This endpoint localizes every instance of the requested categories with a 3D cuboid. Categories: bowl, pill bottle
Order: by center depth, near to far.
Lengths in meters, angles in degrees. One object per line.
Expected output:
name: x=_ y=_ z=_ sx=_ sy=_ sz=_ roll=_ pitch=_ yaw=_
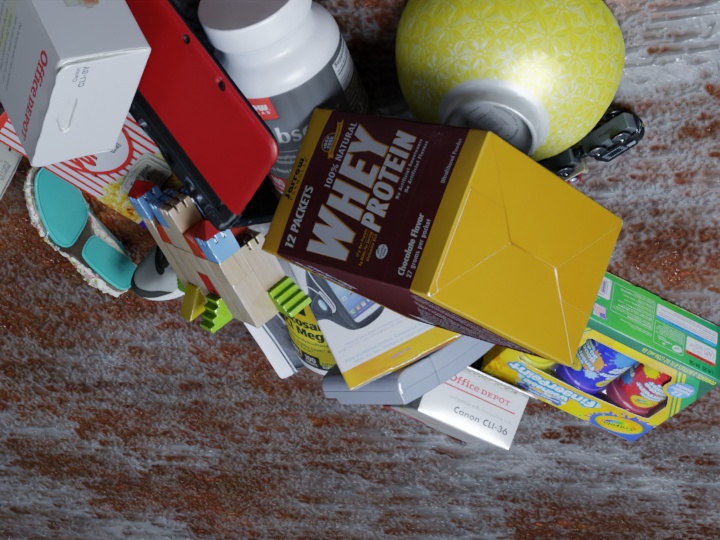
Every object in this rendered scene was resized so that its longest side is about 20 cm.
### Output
bowl: x=0.118 y=-0.152 z=1.103 sx=0.200 sy=0.108 sz=0.200 roll=10 pitch=143 yaw=8
pill bottle: x=-0.061 y=-0.165 z=1.145 sx=0.116 sy=0.116 sz=0.200 roll=-2 pitch=140 yaw=23
pill bottle: x=-0.032 y=0.014 z=1.369 sx=0.112 sy=0.113 sz=0.200 roll=5 pitch=142 yaw=14

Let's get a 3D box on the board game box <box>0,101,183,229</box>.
board game box: x=-0.242 y=-0.131 z=1.271 sx=0.200 sy=0.046 sz=0.151 roll=32 pitch=140 yaw=-22

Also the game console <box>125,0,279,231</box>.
game console: x=-0.128 y=-0.147 z=1.134 sx=0.119 sy=0.172 sz=0.200 roll=-40 pitch=81 yaw=22

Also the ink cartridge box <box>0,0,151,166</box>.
ink cartridge box: x=-0.265 y=-0.210 z=1.094 sx=0.083 sy=0.200 sz=0.145 roll=-16 pitch=157 yaw=-32

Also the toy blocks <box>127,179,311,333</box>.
toy blocks: x=-0.144 y=-0.028 z=1.232 sx=0.200 sy=0.100 sz=0.137 roll=20 pitch=143 yaw=56

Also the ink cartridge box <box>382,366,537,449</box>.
ink cartridge box: x=0.109 y=0.147 z=1.459 sx=0.116 sy=0.068 sz=0.200 roll=24 pitch=170 yaw=-9

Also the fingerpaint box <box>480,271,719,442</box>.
fingerpaint box: x=0.257 y=0.088 z=1.389 sx=0.200 sy=0.073 sz=0.167 roll=26 pitch=143 yaw=-13

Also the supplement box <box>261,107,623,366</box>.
supplement box: x=0.068 y=-0.029 z=1.086 sx=0.200 sy=0.133 sz=0.197 roll=15 pitch=172 yaw=46

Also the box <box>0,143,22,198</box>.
box: x=-0.470 y=-0.097 z=1.419 sx=0.200 sy=0.078 sz=0.095 roll=-21 pitch=130 yaw=39

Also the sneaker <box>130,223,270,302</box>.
sneaker: x=-0.179 y=-0.037 z=1.368 sx=0.200 sy=0.074 sz=0.079 roll=-35 pitch=140 yaw=30

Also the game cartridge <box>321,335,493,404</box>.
game cartridge: x=0.069 y=0.077 z=1.337 sx=0.133 sy=0.200 sz=0.041 roll=-1 pitch=114 yaw=45

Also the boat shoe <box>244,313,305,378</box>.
boat shoe: x=-0.105 y=0.033 z=1.465 sx=0.068 sy=0.072 sz=0.200 roll=-29 pitch=117 yaw=2

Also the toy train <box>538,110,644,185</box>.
toy train: x=0.184 y=-0.093 z=1.214 sx=0.046 sy=0.034 sz=0.200 roll=6 pitch=154 yaw=-40

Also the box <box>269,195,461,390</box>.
box: x=0.000 y=0.000 z=1.243 sx=0.119 sy=0.200 sz=0.041 roll=-26 pitch=170 yaw=0

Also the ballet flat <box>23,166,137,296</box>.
ballet flat: x=-0.323 y=-0.042 z=1.445 sx=0.064 sy=0.076 sz=0.200 roll=8 pitch=142 yaw=38
